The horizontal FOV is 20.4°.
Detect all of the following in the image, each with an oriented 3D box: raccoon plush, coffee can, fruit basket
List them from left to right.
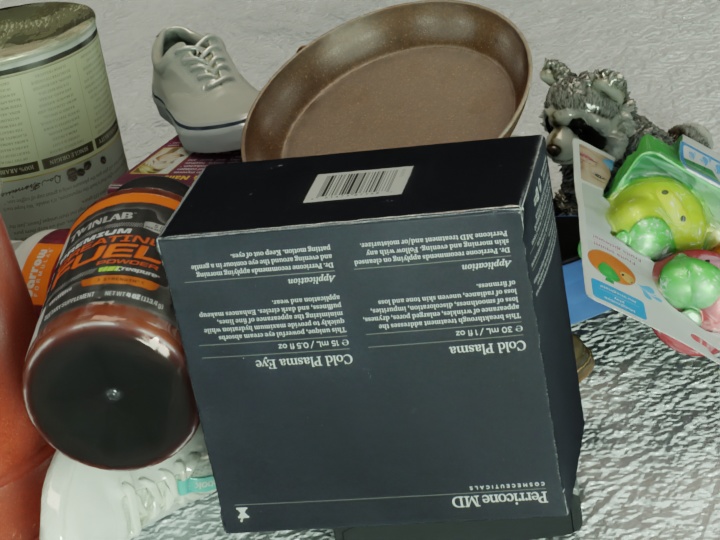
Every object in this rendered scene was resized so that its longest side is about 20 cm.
[{"bbox_3d":[-0.254,-0.089,1.547,0.145,0.202,0.147,-8,23,4],"label":"coffee can"},{"bbox_3d":[0.193,-0.114,1.494,0.096,0.135,0.200,1,26,25],"label":"raccoon plush"},{"bbox_3d":[0.213,0.000,1.219,0.184,0.094,0.200,27,22,-11],"label":"fruit basket"}]

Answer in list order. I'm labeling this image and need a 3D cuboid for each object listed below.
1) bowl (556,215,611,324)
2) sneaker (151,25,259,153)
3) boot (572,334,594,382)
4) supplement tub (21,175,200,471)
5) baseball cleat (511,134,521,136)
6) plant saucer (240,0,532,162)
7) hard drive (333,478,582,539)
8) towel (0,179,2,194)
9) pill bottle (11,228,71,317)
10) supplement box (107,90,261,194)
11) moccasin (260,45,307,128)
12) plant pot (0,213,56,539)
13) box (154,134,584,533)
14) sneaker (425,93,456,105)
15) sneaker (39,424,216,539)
[{"bbox_3d":[0.090,0.004,1.346,0.199,0.040,0.201,-11,12,2],"label":"bowl"},{"bbox_3d":[-0.118,-0.139,1.506,0.073,0.071,0.200,-21,24,-20],"label":"sneaker"},{"bbox_3d":[0.036,0.037,1.186,0.198,0.098,0.075,-8,23,6],"label":"boot"},{"bbox_3d":[-0.134,0.021,1.186,0.106,0.108,0.201,-8,30,7],"label":"supplement tub"},{"bbox_3d":[0.104,-0.079,1.498,0.106,0.070,0.200,-21,12,-25],"label":"baseball cleat"},{"bbox_3d":[0.020,-0.098,1.295,0.199,0.035,0.201,-14,43,13],"label":"plant saucer"},{"bbox_3d":[0.055,0.101,1.197,0.138,0.033,0.200,-9,23,4],"label":"hard drive"},{"bbox_3d":[-0.325,0.017,1.407,0.201,0.034,0.132,-55,13,-20],"label":"towel"},{"bbox_3d":[-0.177,0.027,1.367,0.198,0.110,0.110,2,26,26],"label":"pill bottle"},{"bbox_3d":[-0.080,-0.057,1.523,0.130,0.104,0.200,2,26,28],"label":"supplement box"},{"bbox_3d":[-0.046,-0.079,1.385,0.074,0.077,0.202,-43,24,52],"label":"moccasin"},{"bbox_3d":[-0.271,0.061,1.221,0.199,0.197,0.201,-8,23,4],"label":"plant pot"},{"bbox_3d":[0.011,0.036,1.093,0.198,0.184,0.104,-4,24,14],"label":"box"},{"bbox_3d":[0.032,-0.055,1.399,0.073,0.088,0.200,20,-19,-15],"label":"sneaker"},{"bbox_3d":[-0.122,0.121,1.192,0.088,0.076,0.200,11,28,16],"label":"sneaker"}]
